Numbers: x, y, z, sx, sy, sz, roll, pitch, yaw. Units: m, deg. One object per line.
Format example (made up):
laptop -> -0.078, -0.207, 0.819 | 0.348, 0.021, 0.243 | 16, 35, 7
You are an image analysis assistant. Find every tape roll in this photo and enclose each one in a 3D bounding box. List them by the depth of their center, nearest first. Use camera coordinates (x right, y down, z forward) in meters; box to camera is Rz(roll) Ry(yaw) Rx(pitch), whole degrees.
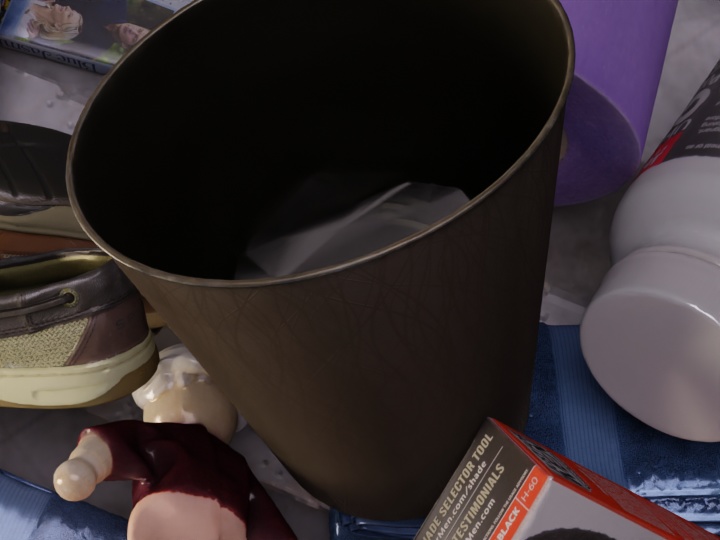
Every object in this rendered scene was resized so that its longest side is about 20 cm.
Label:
tape roll -> 0.032, -0.105, 0.794 | 0.198, 0.200, 0.086 | 15, 74, 2

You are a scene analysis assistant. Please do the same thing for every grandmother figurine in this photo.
grandmother figurine -> -0.071, 0.102, 0.744 | 0.060, 0.121, 0.201 | -35, 33, 24

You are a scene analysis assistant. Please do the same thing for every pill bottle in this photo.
pill bottle -> 0.173, -0.024, 0.794 | 0.110, 0.111, 0.200 | 34, 54, 7

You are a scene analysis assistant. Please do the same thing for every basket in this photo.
basket -> 0.000, 0.000, 0.706 | 0.179, 0.201, 0.137 | -23, 54, -6

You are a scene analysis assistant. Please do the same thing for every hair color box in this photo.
hair color box -> 0.110, 0.148, 0.733 | 0.199, 0.061, 0.102 | 28, 97, -26

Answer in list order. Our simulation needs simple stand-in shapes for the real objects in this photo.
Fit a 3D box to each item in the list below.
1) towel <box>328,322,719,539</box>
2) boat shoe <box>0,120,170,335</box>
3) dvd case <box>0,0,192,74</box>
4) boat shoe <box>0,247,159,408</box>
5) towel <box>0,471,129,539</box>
towel -> 0.085, 0.071, 0.813 | 0.198, 0.049, 0.112 | 0, 56, -2
boat shoe -> -0.096, -0.011, 0.831 | 0.198, 0.074, 0.076 | 11, 32, -15
dvd case -> -0.132, -0.168, 0.900 | 0.198, 0.018, 0.144 | 15, 73, 3
boat shoe -> -0.182, 0.016, 0.767 | 0.199, 0.072, 0.067 | 1, 111, 11
towel -> -0.168, 0.138, 0.785 | 0.198, 0.049, 0.112 | 22, 72, 3
